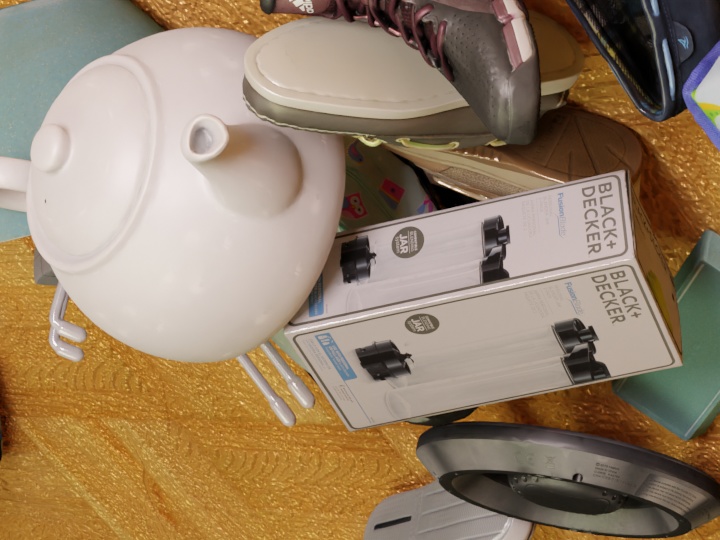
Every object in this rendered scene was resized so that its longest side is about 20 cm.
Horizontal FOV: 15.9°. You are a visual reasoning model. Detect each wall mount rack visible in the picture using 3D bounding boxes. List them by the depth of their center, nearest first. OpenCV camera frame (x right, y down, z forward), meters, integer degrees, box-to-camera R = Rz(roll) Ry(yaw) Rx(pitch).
[{"bbox_3d":[-0.113,0.041,1.659,0.173,0.075,0.200,14,170,-5],"label":"wall mount rack"}]

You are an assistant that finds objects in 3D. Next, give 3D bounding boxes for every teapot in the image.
[{"bbox_3d":[-0.116,-0.049,1.393,0.146,0.198,0.200,15,123,-37],"label":"teapot"}]

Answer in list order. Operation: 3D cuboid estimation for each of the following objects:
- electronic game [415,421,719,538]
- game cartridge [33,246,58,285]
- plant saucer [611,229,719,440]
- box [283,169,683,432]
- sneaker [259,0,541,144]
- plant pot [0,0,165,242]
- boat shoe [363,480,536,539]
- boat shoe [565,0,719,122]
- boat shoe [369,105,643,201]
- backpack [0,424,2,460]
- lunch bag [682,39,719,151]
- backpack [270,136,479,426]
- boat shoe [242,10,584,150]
[{"bbox_3d":[0.133,0.131,1.642,0.199,0.042,0.200,12,165,3],"label":"electronic game"},{"bbox_3d":[-0.134,-0.016,1.715,0.133,0.042,0.200,10,167,-31],"label":"game cartridge"},{"bbox_3d":[0.201,0.045,1.524,0.070,0.019,0.200,34,151,6],"label":"plant saucer"},{"bbox_3d":[0.068,0.019,1.422,0.199,0.060,0.117,-12,143,13],"label":"box"},{"bbox_3d":[0.012,-0.127,1.280,0.076,0.115,0.200,90,163,-45],"label":"sneaker"},{"bbox_3d":[-0.183,-0.101,1.593,0.200,0.200,0.135,-7,100,53],"label":"plant pot"},{"bbox_3d":[0.075,0.184,1.841,0.062,0.072,0.200,21,163,-25],"label":"boat shoe"},{"bbox_3d":[0.118,-0.160,1.252,0.200,0.069,0.084,49,150,-16],"label":"boat shoe"},{"bbox_3d":[0.063,-0.069,1.451,0.200,0.071,0.065,24,149,21],"label":"boat shoe"},{"bbox_3d":[-0.382,0.154,2.228,0.154,0.163,0.200,31,160,29],"label":"backpack"},{"bbox_3d":[0.275,-0.057,1.178,0.200,0.128,0.170,44,155,-27],"label":"lunch bag"},{"bbox_3d":[0.000,0.000,1.565,0.167,0.127,0.200,15,148,34],"label":"backpack"},{"bbox_3d":[0.024,-0.093,1.340,0.072,0.201,0.060,62,142,30],"label":"boat shoe"}]
